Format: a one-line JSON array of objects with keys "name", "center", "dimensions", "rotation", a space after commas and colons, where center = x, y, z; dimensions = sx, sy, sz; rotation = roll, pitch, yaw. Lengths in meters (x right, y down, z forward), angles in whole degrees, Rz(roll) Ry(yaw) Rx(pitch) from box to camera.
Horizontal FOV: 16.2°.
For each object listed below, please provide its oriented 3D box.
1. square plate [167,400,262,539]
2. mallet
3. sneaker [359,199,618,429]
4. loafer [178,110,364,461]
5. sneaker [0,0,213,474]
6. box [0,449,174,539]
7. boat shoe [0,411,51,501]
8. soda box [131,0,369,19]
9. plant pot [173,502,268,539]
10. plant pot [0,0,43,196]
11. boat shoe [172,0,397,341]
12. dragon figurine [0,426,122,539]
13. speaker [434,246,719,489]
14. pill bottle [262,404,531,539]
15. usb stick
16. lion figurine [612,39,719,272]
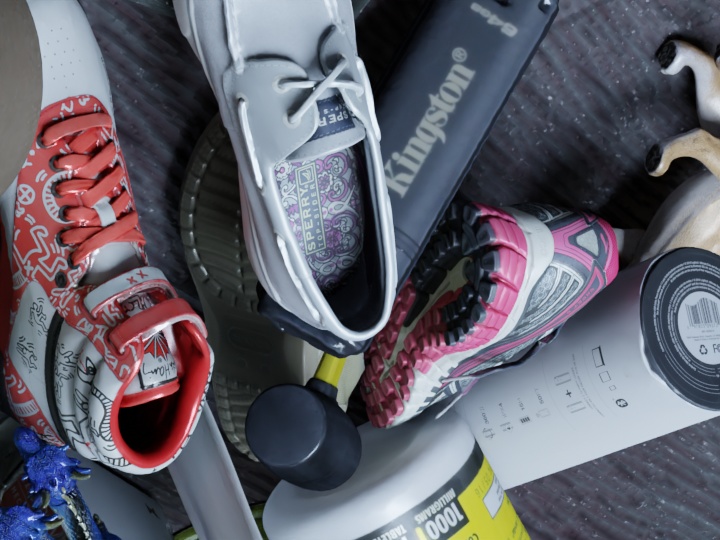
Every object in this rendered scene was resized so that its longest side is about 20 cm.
[{"name": "square plate", "center": [-0.062, 0.114, 1.163], "dimensions": [0.028, 0.200, 0.198], "rotation": [-24, 140, -5]}, {"name": "mallet", "center": [0.000, 0.000, 1.112], "dimensions": [0.200, 0.041, 0.066], "rotation": [-71, 161, -1]}, {"name": "sneaker", "center": [0.051, 0.024, 1.186], "dimensions": [0.074, 0.081, 0.200], "rotation": [-3, 166, -24]}, {"name": "loafer", "center": [-0.035, -0.001, 1.168], "dimensions": [0.068, 0.076, 0.200], "rotation": [-47, 148, -46]}, {"name": "sneaker", "center": [-0.106, -0.015, 1.036], "dimensions": [0.067, 0.108, 0.202], "rotation": [-17, 119, -39]}, {"name": "box", "center": [-0.173, 0.206, 1.222], "dimensions": [0.200, 0.152, 0.106], "rotation": [-41, 138, 9]}, {"name": "boat shoe", "center": [-0.198, 0.091, 1.157], "dimensions": [0.200, 0.064, 0.071], "rotation": [-45, 139, 15]}, {"name": "soda box", "center": [-0.081, -0.147, 0.990], "dimensions": [0.200, 0.063, 0.071], "rotation": [19, 119, -43]}, {"name": "plant pot", "center": [-0.034, 0.261, 1.339], "dimensions": [0.200, 0.193, 0.201], "rotation": [-18, 139, -17]}, {"name": "plant pot", "center": [-0.214, -0.071, 0.911], "dimensions": [0.174, 0.200, 0.200], "rotation": [-9, 139, -53]}, {"name": "boat shoe", "center": [-0.024, -0.062, 0.985], "dimensions": [0.072, 0.069, 0.200], "rotation": [-18, 121, -23]}, {"name": "dragon figurine", "center": [-0.094, 0.153, 1.071], "dimensions": [0.059, 0.200, 0.099], "rotation": [-42, -175, -11]}, {"name": "speaker", "center": [0.104, 0.054, 1.232], "dimensions": [0.081, 0.081, 0.200], "rotation": [1, 163, -34]}, {"name": "pill bottle", "center": [0.044, 0.176, 1.237], "dimensions": [0.112, 0.112, 0.200], "rotation": [-30, 103, -3]}, {"name": "usb stick", "center": [0.022, -0.054, 1.096], "dimensions": [0.200, 0.055, 0.033], "rotation": [-60, 174, -15]}, {"name": "lion figurine", "center": [0.171, -0.026, 1.267], "dimensions": [0.122, 0.073, 0.200], "rotation": [17, 129, -26]}]
